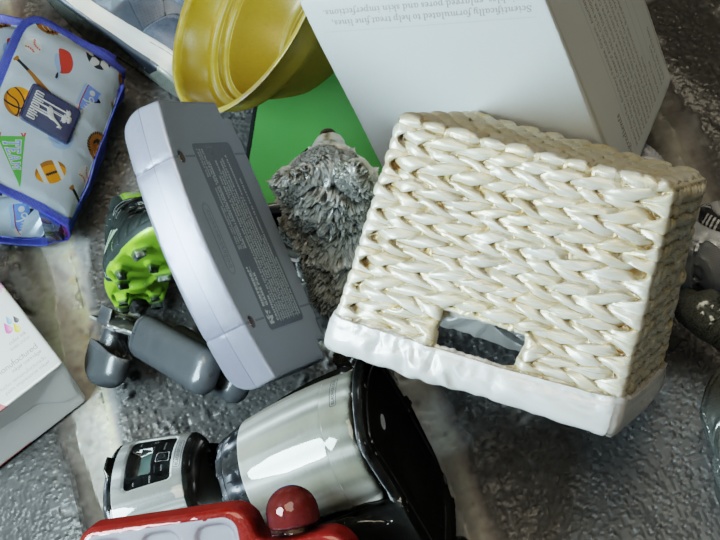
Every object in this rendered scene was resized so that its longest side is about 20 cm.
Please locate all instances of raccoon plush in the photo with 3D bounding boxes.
[{"bbox_3d":[0.000,0.000,1.143,0.096,0.134,0.201,-24,80,2],"label":"raccoon plush"}]

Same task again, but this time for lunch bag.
[{"bbox_3d":[-0.305,-0.119,1.318,0.198,0.124,0.171,13,62,4],"label":"lunch bag"}]

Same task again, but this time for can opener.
[{"bbox_3d":[-0.146,0.070,1.173,0.200,0.053,0.067,21,92,57],"label":"can opener"}]

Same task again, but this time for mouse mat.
[{"bbox_3d":[-0.013,-0.123,1.328,0.159,0.008,0.202,1,60,11],"label":"mouse mat"}]

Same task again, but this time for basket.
[{"bbox_3d":[0.109,-0.006,1.050,0.197,0.200,0.162,16,101,17],"label":"basket"}]

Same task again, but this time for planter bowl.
[{"bbox_3d":[-0.059,-0.200,1.271,0.200,0.083,0.202,-31,48,40],"label":"planter bowl"}]

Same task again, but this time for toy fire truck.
[{"bbox_3d":[-0.067,0.222,0.990,0.198,0.112,0.170,-11,94,13],"label":"toy fire truck"}]

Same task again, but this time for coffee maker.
[{"bbox_3d":[-0.047,0.175,1.076,0.199,0.135,0.193,-21,96,17],"label":"coffee maker"}]

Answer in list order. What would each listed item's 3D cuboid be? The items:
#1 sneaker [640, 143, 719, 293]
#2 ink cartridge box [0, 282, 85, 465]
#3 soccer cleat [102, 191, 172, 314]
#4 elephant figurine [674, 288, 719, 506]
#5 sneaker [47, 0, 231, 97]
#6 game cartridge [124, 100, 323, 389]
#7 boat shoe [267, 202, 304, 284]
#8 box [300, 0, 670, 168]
[{"bbox_3d":[0.212,-0.011,1.183,0.115,0.075,0.200,-38,56,-11],"label":"sneaker"},{"bbox_3d":[-0.318,0.054,1.247,0.116,0.068,0.200,-38,60,-12],"label":"ink cartridge box"},{"bbox_3d":[-0.163,-0.025,1.190,0.067,0.200,0.082,-7,79,-16],"label":"soccer cleat"},{"bbox_3d":[0.284,0.116,1.072,0.198,0.143,0.155,11,29,21],"label":"elephant figurine"},{"bbox_3d":[-0.182,-0.255,1.387,0.202,0.077,0.147,34,82,16],"label":"sneaker"},{"bbox_3d":[-0.093,-0.019,1.101,0.040,0.133,0.201,-24,86,15],"label":"game cartridge"},{"bbox_3d":[0.000,-0.021,1.236,0.198,0.057,0.067,0,60,11],"label":"boat shoe"},{"bbox_3d":[0.096,-0.167,1.184,0.197,0.201,0.131,2,48,33],"label":"box"}]
